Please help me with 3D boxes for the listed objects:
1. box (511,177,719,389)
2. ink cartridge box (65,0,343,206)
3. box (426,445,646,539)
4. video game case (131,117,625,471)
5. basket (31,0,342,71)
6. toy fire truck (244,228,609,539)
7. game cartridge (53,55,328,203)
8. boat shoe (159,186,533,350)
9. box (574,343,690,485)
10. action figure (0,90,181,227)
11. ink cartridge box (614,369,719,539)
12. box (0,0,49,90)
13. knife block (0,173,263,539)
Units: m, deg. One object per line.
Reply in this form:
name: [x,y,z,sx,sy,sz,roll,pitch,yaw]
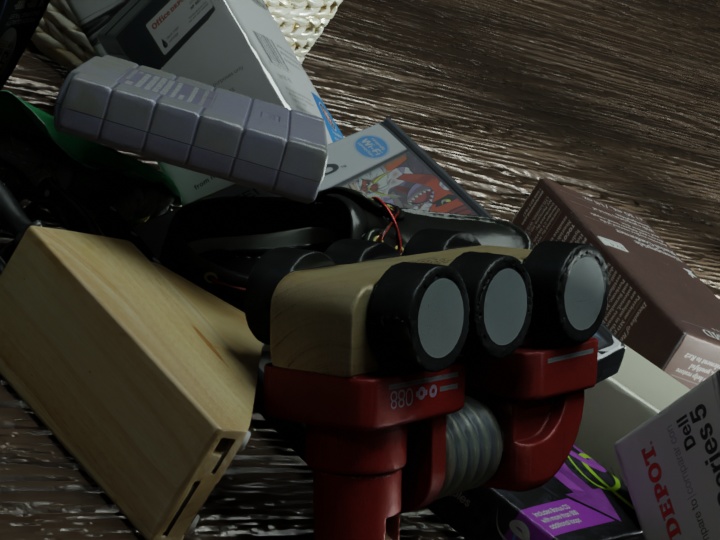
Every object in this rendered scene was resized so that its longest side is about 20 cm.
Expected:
box: [0.178,0.028,1.705,0.100,0.075,0.200,19,23,-37]
ink cartridge box: [-0.095,-0.130,1.476,0.201,0.084,0.145,60,8,9]
box: [0.056,0.091,1.367,0.200,0.036,0.143,36,17,23]
video game case: [0.005,0.016,1.341,0.180,0.026,0.200,-24,55,-32]
basket: [-0.126,-0.208,1.678,0.200,0.161,0.198,36,17,18]
toy fire truck: [0.044,0.090,1.187,0.128,0.201,0.176,7,9,37]
game cartridge: [-0.080,-0.070,1.275,0.129,0.039,0.200,12,7,-2]
boat shoe: [-0.003,-0.003,1.299,0.200,0.063,0.074,-3,45,-17]
box: [0.154,0.095,1.475,0.200,0.069,0.082,35,17,11]
action figure: [-0.153,-0.049,1.337,0.118,0.055,0.200,14,-3,31]
ink cartridge box: [0.238,0.106,1.303,0.084,0.200,0.146,16,46,-41]
box: [-0.290,-0.174,1.420,0.200,0.086,0.164,34,16,9]
knife block: [-0.133,0.024,1.176,0.175,0.064,0.200,29,17,-8]
